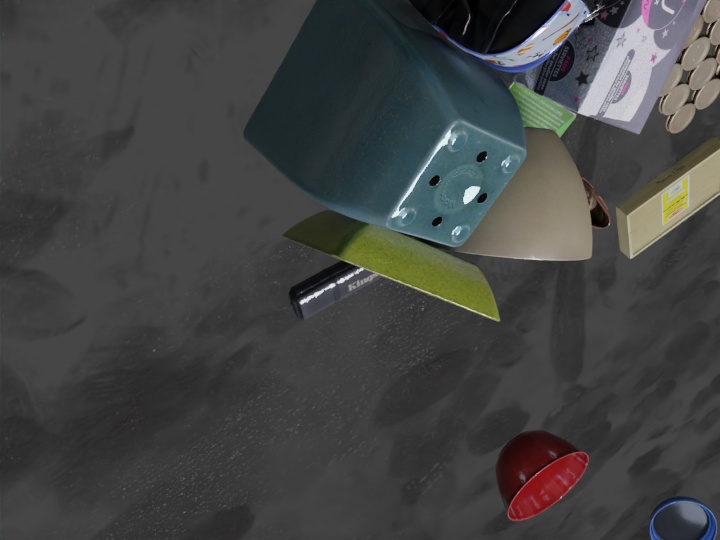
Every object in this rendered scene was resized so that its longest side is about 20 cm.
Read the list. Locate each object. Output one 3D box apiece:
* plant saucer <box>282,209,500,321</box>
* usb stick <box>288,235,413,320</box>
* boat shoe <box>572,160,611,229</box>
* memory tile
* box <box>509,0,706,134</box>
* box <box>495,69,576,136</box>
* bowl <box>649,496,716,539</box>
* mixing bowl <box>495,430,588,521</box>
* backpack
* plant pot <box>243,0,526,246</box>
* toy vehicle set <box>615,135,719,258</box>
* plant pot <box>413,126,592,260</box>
[{"bbox_3d":[0.034,-0.015,0.891,0.199,0.200,0.048,21,90,-22],"label":"plant saucer"},{"bbox_3d":[0.000,0.000,1.032,0.199,0.033,0.056,-28,140,-14],"label":"usb stick"},{"bbox_3d":[0.292,-0.103,1.130,0.072,0.072,0.200,-48,141,12],"label":"boat shoe"},{"bbox_3d":[0.464,-0.288,1.129,0.153,0.017,0.200,-44,141,7],"label":"memory tile"},{"bbox_3d":[0.277,-0.270,0.891,0.132,0.115,0.201,5,115,-42],"label":"box"},{"bbox_3d":[0.164,-0.142,1.020,0.144,0.036,0.200,16,118,-46],"label":"box"},{"bbox_3d":[0.991,0.787,2.523,0.199,0.039,0.202,2,109,7],"label":"bowl"},{"bbox_3d":[0.347,0.395,1.648,0.199,0.109,0.201,-22,140,-20],"label":"mixing bowl"},{"bbox_3d":[0.142,-0.286,0.748,0.191,0.200,0.154,-48,156,13],"label":"backpack"},{"bbox_3d":[0.042,-0.132,0.797,0.196,0.200,0.196,12,121,-44],"label":"plant pot"},{"bbox_3d":[0.504,-0.116,1.325,0.199,0.027,0.124,-35,142,-5],"label":"toy vehicle set"},{"bbox_3d":[0.165,-0.092,0.915,0.199,0.200,0.136,-1,100,-38],"label":"plant pot"}]
